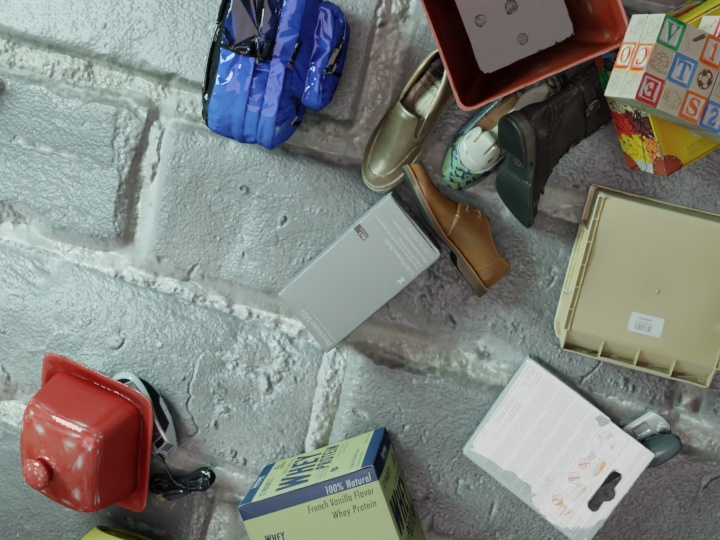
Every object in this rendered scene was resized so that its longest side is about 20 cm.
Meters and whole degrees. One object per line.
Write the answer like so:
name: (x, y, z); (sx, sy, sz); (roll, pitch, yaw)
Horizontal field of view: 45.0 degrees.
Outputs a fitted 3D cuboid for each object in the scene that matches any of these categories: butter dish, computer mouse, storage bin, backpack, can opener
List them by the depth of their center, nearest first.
backpack: (-0.107, -0.250, 1.069); (0.165, 0.163, 0.204); (19, 101, 2)
storage bin: (0.360, 0.017, 1.076); (0.196, 0.094, 0.203); (14, 102, 6)
can opener: (0.322, 0.254, 1.140); (0.198, 0.066, 0.053); (-35, 94, 18)
butter dish: (-0.396, 0.246, 1.185); (0.196, 0.148, 0.204); (19, 114, 18)
computer mouse: (-0.289, 0.230, 1.239); (0.108, 0.044, 0.203); (-21, 97, 29)

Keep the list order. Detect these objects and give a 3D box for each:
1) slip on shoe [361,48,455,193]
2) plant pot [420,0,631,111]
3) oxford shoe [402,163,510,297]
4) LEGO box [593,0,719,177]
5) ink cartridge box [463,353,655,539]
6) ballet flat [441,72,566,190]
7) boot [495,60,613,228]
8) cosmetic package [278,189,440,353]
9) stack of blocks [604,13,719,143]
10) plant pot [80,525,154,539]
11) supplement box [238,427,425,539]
slip on shoe: (0.062, -0.190, 1.093); (0.076, 0.060, 0.201); (44, 103, 21)
plant pot: (0.175, -0.316, 1.005); (0.196, 0.176, 0.204); (-21, 97, 12)
oxford shoe: (0.122, -0.064, 1.107); (0.071, 0.072, 0.201); (-36, 111, 5)
LEGO box: (0.384, -0.222, 0.991); (0.197, 0.077, 0.151); (-28, 109, -9)
ink cartridge box: (0.256, 0.234, 1.139); (0.199, 0.050, 0.162); (36, 103, 9)
ballet flat: (0.174, -0.180, 1.084); (0.074, 0.074, 0.200); (43, 103, 0)
boot: (0.252, -0.157, 1.062); (0.172, 0.202, 0.069); (-31, 55, -15)
cosmetic package: (0.000, 0.000, 1.134); (0.200, 0.090, 0.107); (-42, 94, 10)
stack of blocks: (0.369, -0.207, 0.916); (0.196, 0.059, 0.117); (15, 99, -20)
plant pot: (-0.350, 0.448, 1.230); (0.196, 0.200, 0.145); (16, 77, 6)
supplement box: (-0.029, 0.354, 1.174); (0.196, 0.134, 0.204); (-19, 97, 12)
